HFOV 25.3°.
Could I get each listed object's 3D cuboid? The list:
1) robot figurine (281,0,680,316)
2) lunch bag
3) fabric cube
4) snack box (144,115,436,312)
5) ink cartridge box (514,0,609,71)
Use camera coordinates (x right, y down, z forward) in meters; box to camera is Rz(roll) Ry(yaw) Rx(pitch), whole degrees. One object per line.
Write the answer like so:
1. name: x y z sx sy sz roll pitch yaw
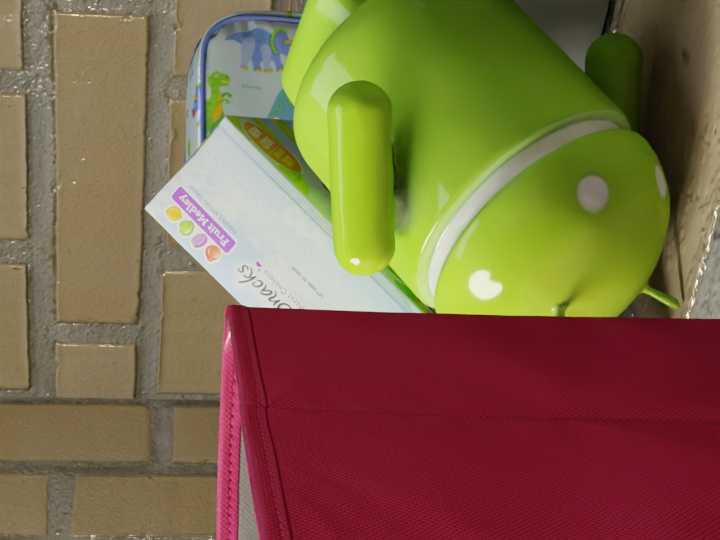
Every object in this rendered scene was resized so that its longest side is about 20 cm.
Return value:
1. robot figurine: 0.050 -0.048 0.687 0.200 0.175 0.116 51 134 27
2. lunch bag: -0.022 -0.101 1.126 0.082 0.199 0.161 160 110 -75
3. fabric cube: 0.061 0.129 0.434 0.200 0.199 0.197 -115 28 -74
4. snack box: 0.000 0.000 0.828 0.068 0.169 0.200 -47 -9 12
5. ink cartridge box: 0.067 -0.146 0.891 0.200 0.083 0.145 -96 11 -49
